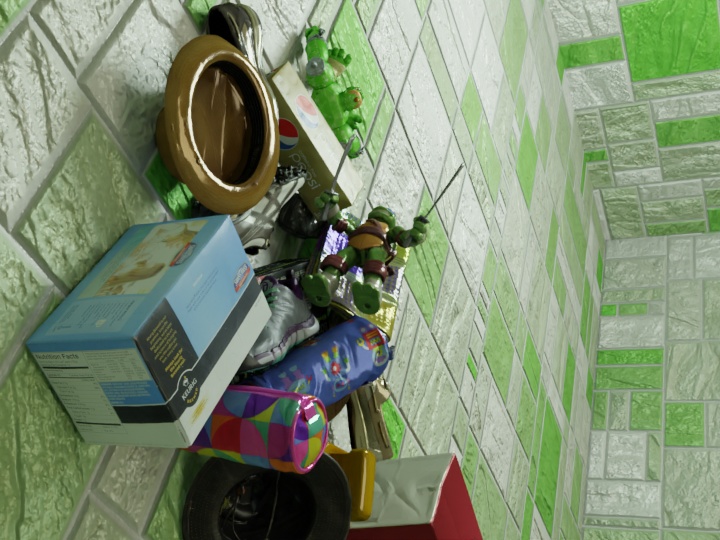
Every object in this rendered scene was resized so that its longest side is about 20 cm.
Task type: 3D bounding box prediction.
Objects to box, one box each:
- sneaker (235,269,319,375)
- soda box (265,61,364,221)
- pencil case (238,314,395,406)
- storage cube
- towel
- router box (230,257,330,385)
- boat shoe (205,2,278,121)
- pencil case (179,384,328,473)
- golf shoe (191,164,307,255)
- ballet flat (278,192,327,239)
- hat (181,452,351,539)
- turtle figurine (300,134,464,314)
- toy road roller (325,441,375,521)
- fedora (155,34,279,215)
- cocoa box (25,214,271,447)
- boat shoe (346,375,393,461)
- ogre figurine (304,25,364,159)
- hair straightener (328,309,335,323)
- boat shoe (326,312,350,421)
[{"bbox_3d":[-0.115,0.057,1.005,0.200,0.073,0.089,-31,105,-70],"label":"sneaker"},{"bbox_3d":[-0.077,-0.171,1.189,0.201,0.063,0.068,56,31,-19],"label":"soda box"},{"bbox_3d":[-0.051,0.126,1.043,0.199,0.078,0.088,-27,96,-39],"label":"pencil case"},{"bbox_3d":[0.070,0.405,1.334,0.171,0.197,0.182,-54,130,-59],"label":"storage cube"},{"bbox_3d":[0.000,0.000,1.215,0.143,0.023,0.201,34,40,-14],"label":"towel"},{"bbox_3d":[-0.108,0.071,1.148,0.200,0.061,0.152,-22,107,-64],"label":"router box"},{"bbox_3d":[-0.157,-0.231,1.095,0.073,0.074,0.203,-6,83,-55],"label":"boat shoe"},{"bbox_3d":[-0.134,0.158,0.934,0.088,0.197,0.090,6,90,-66],"label":"pencil case"},{"bbox_3d":[-0.135,-0.072,1.107,0.200,0.077,0.096,-36,129,-47],"label":"golf shoe"},{"bbox_3d":[-0.049,-0.074,1.289,0.057,0.066,0.199,-61,157,14],"label":"ballet flat"},{"bbox_3d":[-0.113,0.280,1.044,0.081,0.198,0.204,-167,-111,-74],"label":"hat"},{"bbox_3d":[0.005,-0.054,1.103,0.143,0.200,0.195,31,46,-8],"label":"turtle figurine"},{"bbox_3d":[-0.035,0.291,1.176,0.200,0.144,0.125,42,49,-56],"label":"toy road roller"},{"bbox_3d":[-0.174,-0.160,1.005,0.200,0.081,0.204,14,73,-55],"label":"fedora"},{"bbox_3d":[-0.198,0.055,0.871,0.201,0.132,0.133,-62,140,-49],"label":"cocoa box"},{"bbox_3d":[0.011,0.175,1.274,0.072,0.064,0.203,177,-94,-83],"label":"boat shoe"},{"bbox_3d":[-0.042,-0.251,1.315,0.120,0.097,0.203,-82,174,-65],"label":"ogre figurine"},{"bbox_3d":[-0.042,0.035,1.304,0.202,0.076,0.041,-62,-172,-18],"label":"hair straightener"},{"bbox_3d":[-0.037,0.123,1.168,0.201,0.062,0.074,-56,152,-48],"label":"boat shoe"}]
